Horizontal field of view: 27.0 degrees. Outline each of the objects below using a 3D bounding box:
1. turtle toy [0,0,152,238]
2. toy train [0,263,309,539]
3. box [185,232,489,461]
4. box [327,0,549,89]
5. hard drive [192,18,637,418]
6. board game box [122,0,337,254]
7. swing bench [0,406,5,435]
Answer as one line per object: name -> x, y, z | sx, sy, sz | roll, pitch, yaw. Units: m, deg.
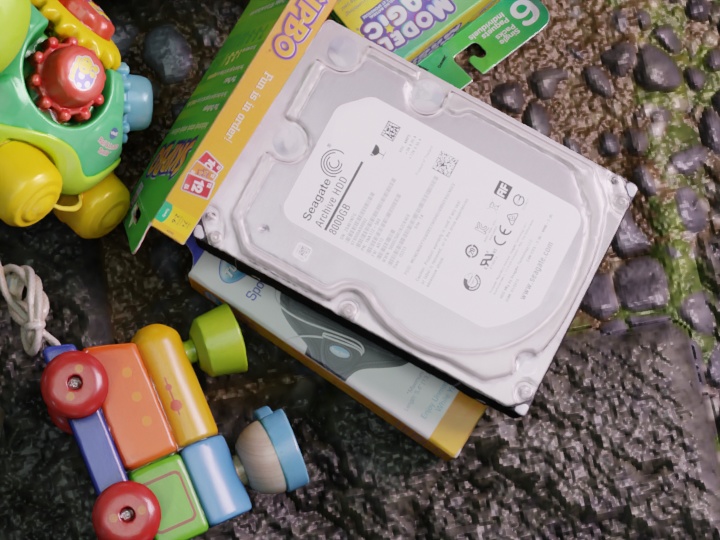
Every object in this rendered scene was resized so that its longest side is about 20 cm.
turtle toy -> -0.178, -0.101, 0.755 | 0.146, 0.200, 0.101 | 44, 99, 14
toy train -> -0.113, 0.047, 0.790 | 0.115, 0.085, 0.202 | -21, 82, -13
box -> 0.000, 0.000, 0.828 | 0.199, 0.041, 0.120 | 34, 79, 5
box -> 0.012, -0.193, 0.860 | 0.117, 0.048, 0.201 | -38, 86, -9
hard drive -> 0.029, -0.029, 0.794 | 0.199, 0.038, 0.141 | 29, 81, 2
board game box -> -0.064, -0.098, 0.790 | 0.030, 0.096, 0.201 | 34, 95, -19
swing bench -> -0.253, 0.040, 0.719 | 0.129, 0.199, 0.202 | -19, 82, -8
